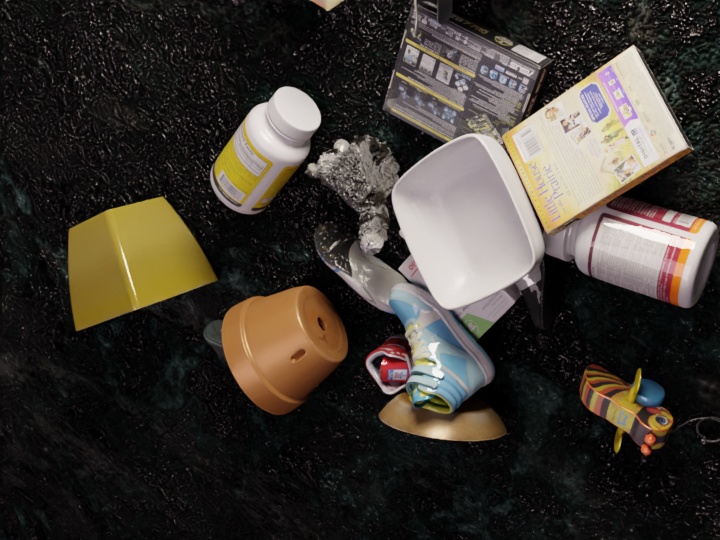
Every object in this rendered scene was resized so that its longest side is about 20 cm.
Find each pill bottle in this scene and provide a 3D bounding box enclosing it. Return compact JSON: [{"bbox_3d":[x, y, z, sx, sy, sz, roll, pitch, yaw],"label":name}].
[{"bbox_3d":[0.340,-0.034,1.202,0.198,0.109,0.111,21,125,29],"label":"pill bottle"},{"bbox_3d":[-0.144,-0.186,1.465,0.112,0.111,0.200,49,132,3],"label":"pill bottle"}]

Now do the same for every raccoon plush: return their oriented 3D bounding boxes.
[{"bbox_3d":[-0.026,-0.109,1.388,0.133,0.203,0.096,-20,136,41],"label":"raccoon plush"}]

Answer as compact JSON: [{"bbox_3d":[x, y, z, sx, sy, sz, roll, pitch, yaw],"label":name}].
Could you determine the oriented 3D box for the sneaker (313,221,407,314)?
[{"bbox_3d":[0.000,0.000,1.497,0.199,0.072,0.073,41,162,19],"label":"sneaker"}]

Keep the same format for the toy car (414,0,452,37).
[{"bbox_3d":[0.111,-0.381,1.131,0.156,0.164,0.203,27,122,20],"label":"toy car"}]

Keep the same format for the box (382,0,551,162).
[{"bbox_3d":[0.138,-0.248,1.273,0.198,0.049,0.163,30,126,18],"label":"box"}]

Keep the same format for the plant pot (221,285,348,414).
[{"bbox_3d":[-0.113,0.117,1.570,0.139,0.200,0.202,-30,96,24],"label":"plant pot"}]

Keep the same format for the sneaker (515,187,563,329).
[{"bbox_3d":[0.228,-0.018,1.322,0.087,0.074,0.204,-1,104,35],"label":"sneaker"}]

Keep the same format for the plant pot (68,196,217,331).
[{"bbox_3d":[-0.410,-0.021,1.702,0.198,0.199,0.179,-16,94,40],"label":"plant pot"}]

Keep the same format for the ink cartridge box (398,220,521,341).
[{"bbox_3d":[0.137,-0.007,1.391,0.200,0.067,0.117,45,132,7],"label":"ink cartridge box"}]

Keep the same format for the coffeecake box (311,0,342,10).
[{"bbox_3d":[-0.090,-0.465,1.255,0.199,0.073,0.155,37,148,25],"label":"coffeecake box"}]

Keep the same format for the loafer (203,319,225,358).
[{"bbox_3d":[-0.201,0.155,1.732,0.198,0.072,0.063,27,148,29],"label":"loafer"}]

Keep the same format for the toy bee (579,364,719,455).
[{"bbox_3d":[0.386,0.197,1.299,0.197,0.108,0.133,2,114,35],"label":"toy bee"}]

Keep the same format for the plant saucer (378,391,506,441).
[{"bbox_3d":[0.127,0.216,1.450,0.197,0.199,0.036,9,96,31],"label":"plant saucer"}]

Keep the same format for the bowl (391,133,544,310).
[{"bbox_3d":[0.149,-0.068,1.261,0.199,0.074,0.203,-30,84,46],"label":"bowl"}]

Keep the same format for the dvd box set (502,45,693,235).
[{"bbox_3d":[0.285,-0.156,1.163,0.199,0.029,0.148,-34,67,28],"label":"dvd box set"}]

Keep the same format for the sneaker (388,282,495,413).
[{"bbox_3d":[0.090,0.120,1.375,0.200,0.130,0.080,44,153,10],"label":"sneaker"}]

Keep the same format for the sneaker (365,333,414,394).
[{"bbox_3d":[0.102,0.153,1.470,0.197,0.112,0.073,9,108,31],"label":"sneaker"}]
